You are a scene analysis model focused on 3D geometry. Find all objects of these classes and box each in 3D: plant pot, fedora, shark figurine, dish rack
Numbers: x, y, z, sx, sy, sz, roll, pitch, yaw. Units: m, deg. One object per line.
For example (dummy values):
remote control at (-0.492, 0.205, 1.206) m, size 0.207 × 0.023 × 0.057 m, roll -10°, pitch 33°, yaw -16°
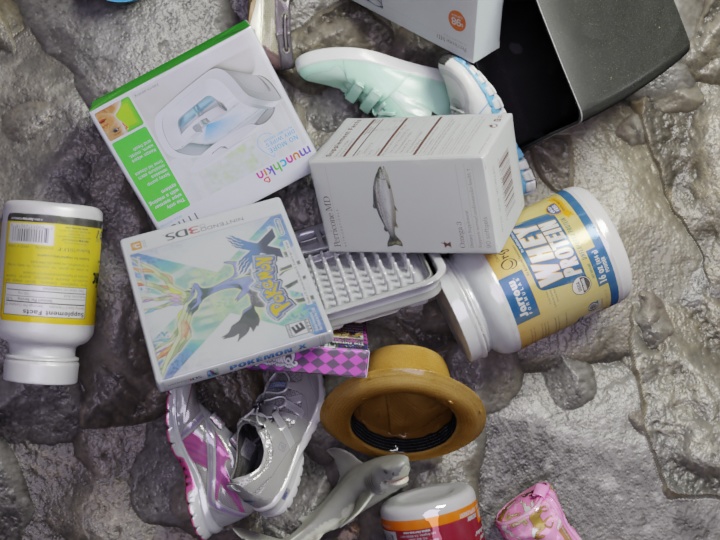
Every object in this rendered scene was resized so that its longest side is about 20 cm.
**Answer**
plant pot at (0.244, -0.268, 1.282) m, size 0.177 × 0.199 × 0.200 m, roll -22°, pitch 91°, yaw -16°
fedora at (0.049, 0.141, 1.286) m, size 0.200 × 0.201 × 0.082 m, roll 6°, pitch 54°, yaw -3°
shark figurine at (-0.032, 0.254, 1.309) m, size 0.214 × 0.128 × 0.090 m, roll -35°, pitch 78°, yaw 11°
dish rack at (0.000, 0.000, 1.272) m, size 0.171 × 0.200 × 0.044 m, roll -15°, pitch 119°, yaw -3°

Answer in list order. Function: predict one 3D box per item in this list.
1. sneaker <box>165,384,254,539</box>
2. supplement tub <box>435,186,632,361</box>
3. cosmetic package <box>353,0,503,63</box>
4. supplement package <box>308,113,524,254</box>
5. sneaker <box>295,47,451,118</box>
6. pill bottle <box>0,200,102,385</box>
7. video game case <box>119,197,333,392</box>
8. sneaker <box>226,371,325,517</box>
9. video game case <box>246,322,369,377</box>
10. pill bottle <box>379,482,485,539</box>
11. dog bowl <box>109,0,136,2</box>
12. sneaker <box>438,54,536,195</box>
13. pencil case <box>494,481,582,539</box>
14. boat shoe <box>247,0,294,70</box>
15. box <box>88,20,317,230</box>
sneaker at (-0.170, 0.202, 1.310) m, size 0.088 × 0.081 × 0.200 m, roll -16°, pitch 97°, yaw -7°
supplement tub at (0.189, 0.007, 1.290) m, size 0.200 × 0.145 × 0.145 m, roll -25°, pitch 91°, yaw -3°
cosmetic package at (0.068, -0.337, 1.246) m, size 0.052 × 0.151 × 0.200 m, roll -36°, pitch 54°, yaw -29°
supplement package at (0.064, -0.095, 1.246) m, size 0.200 × 0.117 × 0.117 m, roll 1°, pitch 121°, yaw 24°
sneaker at (0.016, -0.185, 1.317) m, size 0.200 × 0.074 × 0.118 m, roll 11°, pitch 83°, yaw -5°
pill bottle at (-0.352, 0.025, 1.281) m, size 0.111 × 0.111 × 0.200 m, roll 5°, pitch 89°, yaw -3°
video game case at (-0.143, 0.019, 1.187) m, size 0.182 × 0.022 × 0.200 m, roll -16°, pitch 52°, yaw -10°
sneaker at (-0.096, 0.168, 1.275) m, size 0.082 × 0.075 × 0.200 m, roll 36°, pitch 51°, yaw -39°
video game case at (-0.092, 0.070, 1.258) m, size 0.200 × 0.181 × 0.036 m, roll 4°, pitch 102°, yaw -3°
pill bottle at (0.095, 0.352, 1.299) m, size 0.113 × 0.113 × 0.200 m, roll -12°, pitch 91°, yaw -3°
dog bowl at (-0.317, -0.381, 1.318) m, size 0.200 × 0.050 × 0.112 m, roll 25°, pitch 88°, yaw -3°
sneaker at (0.126, -0.148, 1.293) m, size 0.087 × 0.075 × 0.200 m, roll -33°, pitch 116°, yaw -5°
pencil case at (0.238, 0.344, 1.321) m, size 0.086 × 0.083 × 0.200 m, roll -36°, pitch 90°, yaw -2°
boat shoe at (-0.095, -0.330, 1.321) m, size 0.065 × 0.072 × 0.200 m, roll 6°, pitch 93°, yaw -8°
box at (-0.171, -0.153, 1.274) m, size 0.200 × 0.097 × 0.177 m, roll -27°, pitch 108°, yaw 0°
